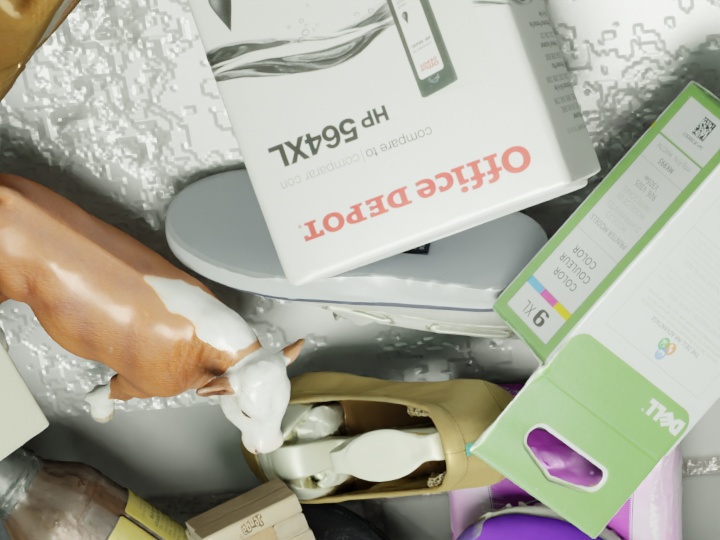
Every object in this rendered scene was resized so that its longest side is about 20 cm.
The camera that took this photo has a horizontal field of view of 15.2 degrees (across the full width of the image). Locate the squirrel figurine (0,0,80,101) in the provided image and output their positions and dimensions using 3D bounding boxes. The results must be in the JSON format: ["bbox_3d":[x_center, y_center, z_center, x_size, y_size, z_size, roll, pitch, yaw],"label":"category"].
[{"bbox_3d":[-0.220,-0.168,1.260,0.186,0.142,0.200,37,112,-4],"label":"squirrel figurine"}]

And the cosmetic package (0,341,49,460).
[{"bbox_3d":[-0.239,0.005,1.291,0.071,0.105,0.200,-36,116,-17],"label":"cosmetic package"}]

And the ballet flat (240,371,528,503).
[{"bbox_3d":[-0.006,0.085,1.349,0.200,0.063,0.069,-11,95,45],"label":"ballet flat"}]

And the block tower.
[{"bbox_3d":[-0.025,0.204,1.366,0.058,0.054,0.201,-24,107,-12],"label":"block tower"}]

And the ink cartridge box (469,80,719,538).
[{"bbox_3d":[0.135,0.020,1.295,0.200,0.059,0.104,-49,129,5],"label":"ink cartridge box"}]

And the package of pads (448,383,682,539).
[{"bbox_3d":[0.109,0.158,1.409,0.120,0.076,0.201,-2,116,5],"label":"package of pads"}]

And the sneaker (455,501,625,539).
[{"bbox_3d":[0.131,0.193,1.326,0.200,0.100,0.070,35,109,-14],"label":"sneaker"}]

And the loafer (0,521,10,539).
[{"bbox_3d":[-0.212,0.084,1.423,0.070,0.068,0.201,-22,109,-13],"label":"loafer"}]

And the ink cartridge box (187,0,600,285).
[{"bbox_3d":[0.008,-0.110,1.252,0.145,0.084,0.201,-20,90,15],"label":"ink cartridge box"}]

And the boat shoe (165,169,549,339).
[{"bbox_3d":[0.000,0.000,1.351,0.199,0.071,0.070,6,143,12],"label":"boat shoe"}]

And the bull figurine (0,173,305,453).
[{"bbox_3d":[-0.122,0.026,1.354,0.200,0.065,0.121,38,145,-7],"label":"bull figurine"}]

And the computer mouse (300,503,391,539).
[{"bbox_3d":[0.012,0.183,1.412,0.200,0.053,0.139,37,143,27],"label":"computer mouse"}]

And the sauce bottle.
[{"bbox_3d":[-0.132,0.141,1.391,0.200,0.065,0.065,38,114,-14],"label":"sauce bottle"}]
